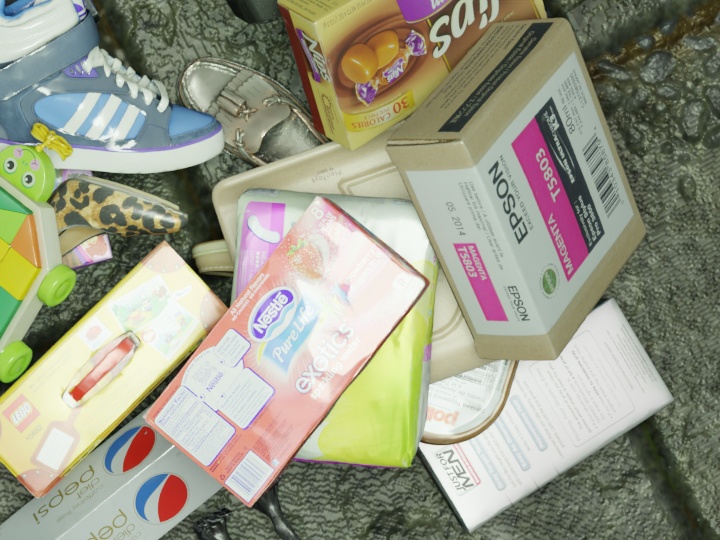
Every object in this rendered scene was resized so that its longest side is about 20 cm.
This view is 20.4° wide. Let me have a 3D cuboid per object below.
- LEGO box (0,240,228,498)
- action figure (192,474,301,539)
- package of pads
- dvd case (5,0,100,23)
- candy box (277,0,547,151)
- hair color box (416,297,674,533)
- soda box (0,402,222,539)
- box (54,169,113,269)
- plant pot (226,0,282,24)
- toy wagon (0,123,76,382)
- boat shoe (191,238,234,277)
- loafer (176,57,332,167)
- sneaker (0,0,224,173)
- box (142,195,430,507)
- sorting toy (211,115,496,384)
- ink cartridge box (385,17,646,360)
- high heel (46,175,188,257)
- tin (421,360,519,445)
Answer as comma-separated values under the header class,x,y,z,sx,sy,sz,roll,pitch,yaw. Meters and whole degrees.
class,x,y,z,sx,sy,sz,roll,pitch,yaw
LEGO box,-0.198,0.074,1.550,0.200,0.149,0.077,-44,94,-5
action figure,-0.053,0.270,1.589,0.118,0.102,0.201,-30,91,-17
package of pads,-0.020,0.043,1.497,0.153,0.068,0.202,4,92,3
dvd case,-0.318,-0.247,1.579,0.150,0.025,0.201,-29,79,-9
candy box,0.043,-0.191,1.496,0.199,0.056,0.117,-33,130,-20
hair color box,0.143,0.116,1.630,0.199,0.061,0.099,-32,91,-6
soda box,-0.191,0.182,1.581,0.200,0.068,0.064,-39,124,-5
box,-0.286,-0.090,1.598,0.136,0.039,0.202,-14,91,-7
plant pot,-0.049,-0.295,1.556,0.198,0.200,0.179,-16,101,-6
toy wagon,-0.284,-0.020,1.494,0.155,0.040,0.201,36,104,17
boat shoe,-0.038,0.010,1.609,0.198,0.072,0.066,6,88,-11
loafer,-0.061,-0.105,1.610,0.200,0.063,0.072,38,86,-5
sneaker,-0.199,-0.156,1.535,0.198,0.081,0.148,-1,111,-14
box,-0.050,0.055,1.418,0.102,0.095,0.200,38,93,3
sorting toy,0.000,0.000,1.548,0.184,0.036,0.202,-19,90,2
ink cartridge box,0.121,-0.059,1.486,0.165,0.075,0.201,-51,128,-38
high heel,-0.226,0.000,1.526,0.198,0.071,0.144,8,84,24
tin,0.077,0.039,1.580,0.111,0.042,0.202,17,87,1
